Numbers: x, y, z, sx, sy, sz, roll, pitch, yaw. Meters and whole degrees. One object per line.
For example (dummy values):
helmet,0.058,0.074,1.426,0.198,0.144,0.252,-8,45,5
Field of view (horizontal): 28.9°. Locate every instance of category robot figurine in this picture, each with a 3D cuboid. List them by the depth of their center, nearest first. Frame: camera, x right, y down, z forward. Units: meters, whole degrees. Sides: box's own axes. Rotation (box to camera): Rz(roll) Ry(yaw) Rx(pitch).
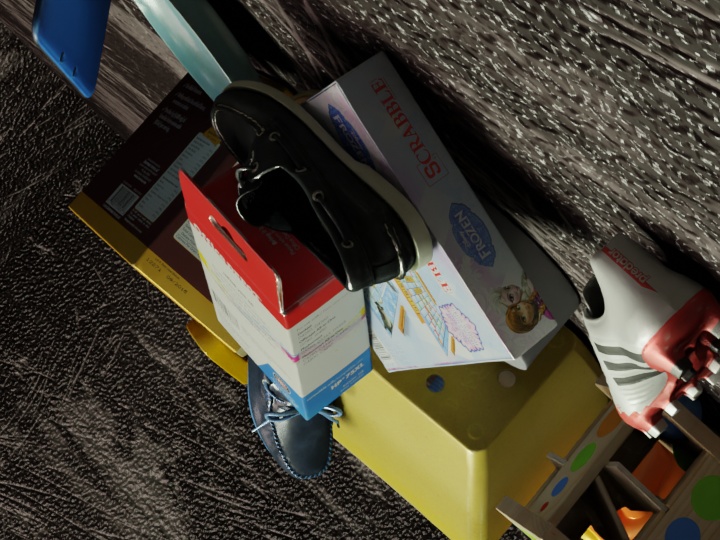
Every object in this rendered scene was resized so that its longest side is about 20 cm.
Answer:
robot figurine,0.266,0.211,1.276,0.200,0.143,0.117,45,-148,-46

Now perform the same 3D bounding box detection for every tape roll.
tape roll,0.069,-0.012,1.066,0.200,0.066,0.200,39,175,4

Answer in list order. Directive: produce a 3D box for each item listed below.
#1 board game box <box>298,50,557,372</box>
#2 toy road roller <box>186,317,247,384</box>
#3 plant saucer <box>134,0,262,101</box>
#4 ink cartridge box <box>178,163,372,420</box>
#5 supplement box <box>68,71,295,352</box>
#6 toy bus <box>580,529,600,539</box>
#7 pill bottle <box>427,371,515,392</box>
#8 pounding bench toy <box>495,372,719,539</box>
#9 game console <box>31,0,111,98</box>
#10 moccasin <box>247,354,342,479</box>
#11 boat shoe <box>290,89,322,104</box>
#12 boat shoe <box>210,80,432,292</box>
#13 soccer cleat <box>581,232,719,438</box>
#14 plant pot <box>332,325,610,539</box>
board game box,0.017,-0.028,0.918,0.200,0.041,0.199,57,159,-8
toy road roller,-0.105,0.030,1.414,0.146,0.123,0.200,51,-178,30
plant saucer,-0.133,-0.190,1.104,0.200,0.027,0.200,50,174,8
ink cartridge box,-0.056,0.004,0.965,0.116,0.067,0.200,46,161,26
supplement box,-0.128,-0.069,1.272,0.133,0.200,0.197,44,174,-32
toy bus,0.239,0.208,1.460,0.200,0.136,0.192,41,163,31
pill bottle,0.113,0.155,1.438,0.112,0.200,0.112,40,176,3
pounding bench toy,0.237,0.190,1.050,0.200,0.156,0.124,41,174,-7
game console,-0.273,-0.260,1.169,0.171,0.118,0.200,40,175,6
moccasin,-0.062,0.091,1.194,0.068,0.080,0.201,24,131,64
boat shoe,-0.058,-0.078,1.100,0.073,0.063,0.200,33,136,-4
boat shoe,-0.044,-0.049,0.863,0.199,0.066,0.075,42,155,30
soccer cleat,0.166,0.038,0.814,0.085,0.069,0.200,48,175,20
plant pot,0.093,0.097,1.228,0.200,0.200,0.177,39,164,19
